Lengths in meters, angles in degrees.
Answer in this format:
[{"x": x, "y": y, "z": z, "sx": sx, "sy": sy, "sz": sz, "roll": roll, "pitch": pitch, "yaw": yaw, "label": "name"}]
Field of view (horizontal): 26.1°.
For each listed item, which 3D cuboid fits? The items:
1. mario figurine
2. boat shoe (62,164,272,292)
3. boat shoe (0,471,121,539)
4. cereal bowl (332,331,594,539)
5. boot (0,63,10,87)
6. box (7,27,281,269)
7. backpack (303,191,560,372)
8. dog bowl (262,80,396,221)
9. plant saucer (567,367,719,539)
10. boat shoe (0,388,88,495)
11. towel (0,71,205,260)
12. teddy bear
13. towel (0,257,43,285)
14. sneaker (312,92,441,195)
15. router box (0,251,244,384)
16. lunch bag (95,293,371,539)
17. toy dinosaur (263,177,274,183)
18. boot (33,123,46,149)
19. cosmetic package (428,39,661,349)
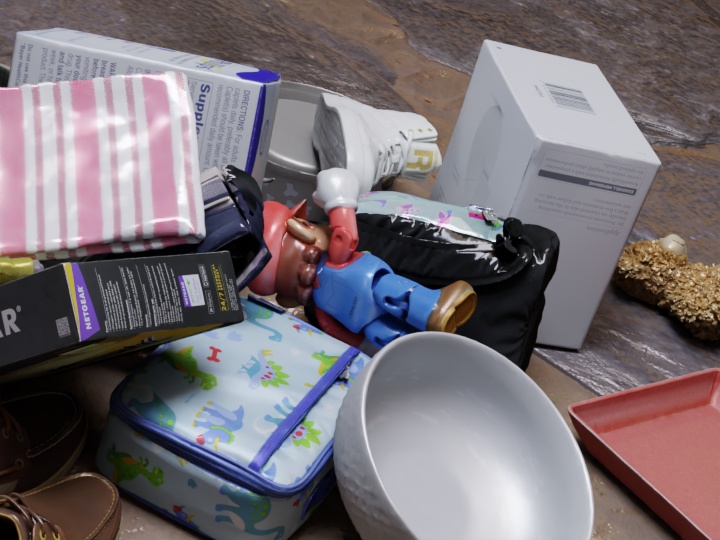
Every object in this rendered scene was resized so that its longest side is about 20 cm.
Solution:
[{"x": 0.000, "y": 0.000, "z": 1.198, "sx": 0.200, "sy": 0.123, "sz": 0.106, "roll": 30, "pitch": 0, "yaw": 22, "label": "mario figurine"}, {"x": -0.153, "y": 0.007, "z": 1.146, "sx": 0.075, "sy": 0.200, "sz": 0.093, "roll": 46, "pitch": 10, "yaw": -33, "label": "boat shoe"}, {"x": -0.209, "y": 0.172, "z": 0.942, "sx": 0.072, "sy": 0.068, "sz": 0.200, "roll": 28, "pitch": 31, "yaw": 19, "label": "boat shoe"}, {"x": 0.061, "y": 0.147, "z": 1.081, "sx": 0.200, "sy": 0.083, "sz": 0.200, "roll": 21, "pitch": 47, "yaw": -25, "label": "cereal bowl"}, {"x": -0.256, "y": -0.143, "z": 1.459, "sx": 0.204, "sy": 0.074, "sz": 0.154, "roll": 27, "pitch": 23, "yaw": 27, "label": "boot"}, {"x": -0.180, "y": -0.085, "z": 1.243, "sx": 0.200, "sy": 0.184, "sz": 0.105, "roll": 13, "pitch": 11, "yaw": 3, "label": "box"}, {"x": 0.052, "y": 0.013, "z": 1.287, "sx": 0.200, "sy": 0.167, "sz": 0.127, "roll": 17, "pitch": 12, "yaw": 13, "label": "backpack"}, {"x": -0.055, "y": -0.116, "z": 1.523, "sx": 0.200, "sy": 0.059, "sz": 0.200, "roll": 14, "pitch": 30, "yaw": -8, "label": "dog bowl"}, {"x": 0.292, "y": 0.164, "z": 1.255, "sx": 0.200, "sy": 0.037, "sz": 0.200, "roll": -9, "pitch": 39, "yaw": -38, "label": "plant saucer"}, {"x": -0.249, "y": 0.114, "z": 1.014, "sx": 0.072, "sy": 0.072, "sz": 0.200, "roll": 32, "pitch": 33, "yaw": 24, "label": "boat shoe"}, {"x": -0.214, "y": -0.076, "z": 1.111, "sx": 0.200, "sy": 0.030, "sz": 0.146, "roll": -6, "pitch": 62, "yaw": -8, "label": "towel"}, {"x": 0.339, "y": 0.024, "z": 1.485, "sx": 0.145, "sy": 0.067, "sz": 0.200, "roll": -9, "pitch": 39, "yaw": -42, "label": "teddy bear"}, {"x": -0.323, "y": 0.009, "z": 1.049, "sx": 0.200, "sy": 0.023, "sz": 0.144, "roll": 1, "pitch": -8, "yaw": -27, "label": "towel"}, {"x": 0.023, "y": -0.109, "z": 1.407, "sx": 0.116, "sy": 0.074, "sz": 0.200, "roll": 10, "pitch": 22, "yaw": -11, "label": "sneaker"}, {"x": -0.204, "y": 0.037, "z": 1.041, "sx": 0.200, "sy": 0.052, "sz": 0.157, "roll": -17, "pitch": -6, "yaw": 35, "label": "router box"}, {"x": -0.079, "y": 0.104, "z": 1.117, "sx": 0.161, "sy": 0.082, "sz": 0.200, "roll": 27, "pitch": 32, "yaw": 12, "label": "lunch bag"}, {"x": -0.178, "y": -0.077, "z": 1.346, "sx": 0.200, "sy": 0.102, "sz": 0.077, "roll": 18, "pitch": 29, "yaw": -1, "label": "toy dinosaur"}, {"x": -0.324, "y": -0.101, "z": 1.177, "sx": 0.200, "sy": 0.165, "sz": 0.066, "roll": -6, "pitch": -8, "yaw": 14, "label": "boot"}, {"x": 0.156, "y": -0.069, "z": 1.412, "sx": 0.123, "sy": 0.200, "sz": 0.199, "roll": 11, "pitch": 30, "yaw": -17, "label": "cosmetic package"}]
